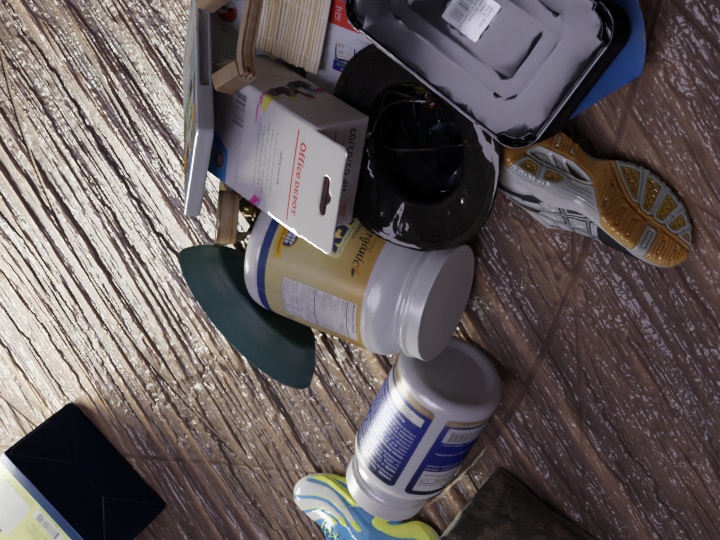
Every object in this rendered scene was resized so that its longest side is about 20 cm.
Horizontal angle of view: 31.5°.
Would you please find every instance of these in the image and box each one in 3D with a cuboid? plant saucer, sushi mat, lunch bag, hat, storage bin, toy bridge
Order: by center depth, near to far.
[{"bbox_3d":[0.105,-0.208,1.052,0.200,0.094,0.135,39,111,9],"label":"storage bin"},{"bbox_3d":[-0.063,-0.289,1.193,0.096,0.012,0.200,24,122,20],"label":"sushi mat"},{"bbox_3d":[0.065,-0.122,1.197,0.200,0.081,0.201,11,111,31],"label":"hat"},{"bbox_3d":[-0.126,-0.268,1.205,0.067,0.027,0.200,-26,67,31],"label":"toy bridge"},{"bbox_3d":[0.173,0.334,1.346,0.200,0.164,0.118,36,124,12],"label":"lunch bag"},{"bbox_3d":[-0.111,0.039,1.371,0.036,0.200,0.200,-42,89,12],"label":"plant saucer"}]

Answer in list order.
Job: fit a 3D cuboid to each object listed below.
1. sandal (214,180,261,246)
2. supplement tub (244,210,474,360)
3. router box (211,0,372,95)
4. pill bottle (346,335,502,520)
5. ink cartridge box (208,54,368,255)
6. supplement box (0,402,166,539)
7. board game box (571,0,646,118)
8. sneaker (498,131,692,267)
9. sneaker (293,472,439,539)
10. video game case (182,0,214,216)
[{"bbox_3d":[-0.115,-0.058,1.335,0.069,0.212,0.078,5,97,-7],"label":"sandal"},{"bbox_3d":[0.000,0.000,1.288,0.200,0.144,0.145,20,125,23],"label":"supplement tub"},{"bbox_3d":[-0.059,-0.207,1.275,0.200,0.049,0.180,24,126,21],"label":"router box"},{"bbox_3d":[0.061,0.171,1.362,0.116,0.116,0.200,36,129,12],"label":"pill bottle"},{"bbox_3d":[-0.061,-0.112,1.211,0.200,0.068,0.115,36,129,36],"label":"ink cartridge box"},{"bbox_3d":[-0.413,0.330,1.748,0.200,0.134,0.200,47,130,2],"label":"supplement box"},{"bbox_3d":[0.167,-0.217,1.130,0.158,0.039,0.200,53,138,-5],"label":"board game box"},{"bbox_3d":[0.210,-0.064,1.176,0.200,0.076,0.088,33,158,3],"label":"sneaker"},{"bbox_3d":[-0.008,0.308,1.489,0.200,0.105,0.076,19,124,23],"label":"sneaker"},{"bbox_3d":[-0.161,-0.175,1.264,0.018,0.200,0.143,3,149,-12],"label":"video game case"}]
